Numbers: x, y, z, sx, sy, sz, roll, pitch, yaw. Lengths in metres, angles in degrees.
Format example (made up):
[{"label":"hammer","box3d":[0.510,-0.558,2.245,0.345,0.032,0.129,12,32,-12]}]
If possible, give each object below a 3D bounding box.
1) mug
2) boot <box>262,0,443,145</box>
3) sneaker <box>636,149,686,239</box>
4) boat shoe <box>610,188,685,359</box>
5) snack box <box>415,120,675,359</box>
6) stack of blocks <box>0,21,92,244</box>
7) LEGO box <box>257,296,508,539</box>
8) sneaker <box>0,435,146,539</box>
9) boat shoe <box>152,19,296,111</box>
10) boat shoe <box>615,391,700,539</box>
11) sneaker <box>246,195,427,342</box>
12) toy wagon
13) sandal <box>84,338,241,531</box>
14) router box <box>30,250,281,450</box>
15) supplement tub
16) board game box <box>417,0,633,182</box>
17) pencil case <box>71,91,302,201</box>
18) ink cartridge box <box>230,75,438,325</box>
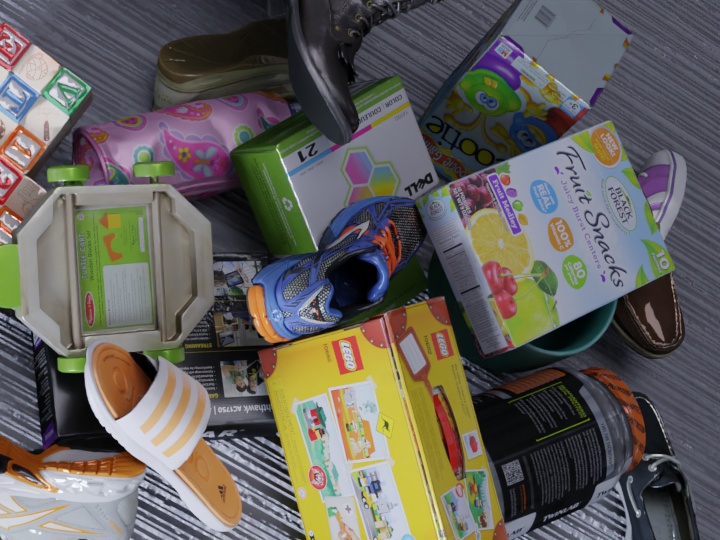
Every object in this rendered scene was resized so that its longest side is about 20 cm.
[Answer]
[{"label":"mug","box3d":[0.146,0.005,1.368,0.184,0.114,0.153,-34,93,-34]},{"label":"boot","box3d":[0.017,-0.213,1.234,0.172,0.069,0.202,-17,78,-13]},{"label":"sneaker","box3d":[0.238,-0.058,1.473,0.114,0.073,0.201,32,58,-5]},{"label":"boat shoe","box3d":[0.241,-0.020,1.389,0.074,0.075,0.204,-21,80,-16]},{"label":"snack box","box3d":[0.157,-0.029,1.284,0.199,0.053,0.144,-22,89,-35]},{"label":"stack of blocks","box3d":[-0.291,-0.076,1.199,0.115,0.059,0.201,36,80,-5]},{"label":"LEGO box","box3d":[0.016,0.137,1.203,0.077,0.148,0.202,-13,88,-47]},{"label":"sneaker","box3d":[-0.260,0.175,1.138,0.197,0.093,0.076,4,21,-3]},{"label":"boat shoe","box3d":[-0.096,-0.176,1.383,0.199,0.064,0.073,-17,50,-36]},{"label":"boat shoe","box3d":[0.267,0.199,1.376,0.075,0.060,0.202,0,68,-25]},{"label":"sneaker","box3d":[0.000,0.000,1.206,0.200,0.078,0.076,-40,119,-43]},{"label":"toy wagon","box3d":[-0.209,-0.002,1.170,0.198,0.039,0.157,-4,93,-25]},{"label":"sandal","box3d":[-0.131,0.116,1.154,0.207,0.059,0.080,52,22,-37]},{"label":"router box","box3d":[-0.163,0.062,1.243,0.198,0.051,0.151,-1,70,-25]},{"label":"supplement tub","box3d":[0.137,0.156,1.299,0.198,0.123,0.124,-17,75,-29]},{"label":"board game box","box3d":[0.140,-0.162,1.394,0.103,0.200,0.105,37,57,-5]},{"label":"pencil case","box3d":[-0.145,-0.097,1.303,0.198,0.087,0.088,-14,74,-31]},{"label":"ink cartridge box","box3d":[-0.002,-0.043,1.307,0.147,0.075,0.202,-33,109,-33]}]
